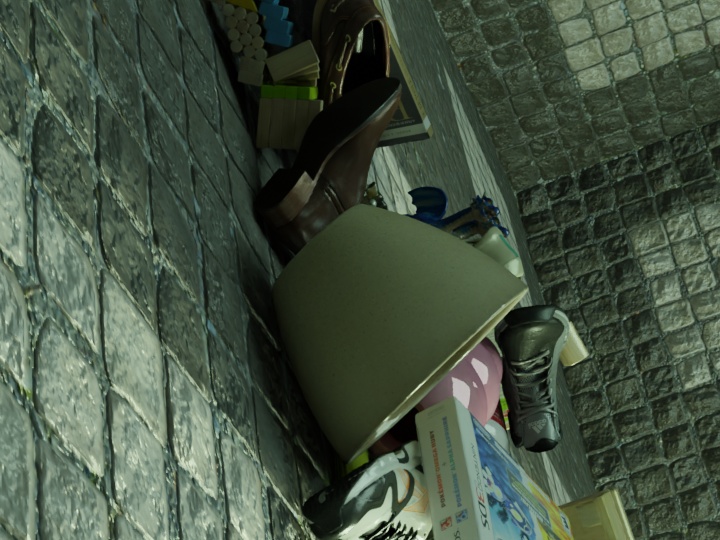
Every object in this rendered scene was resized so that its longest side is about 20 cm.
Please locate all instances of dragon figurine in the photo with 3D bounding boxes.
[{"bbox_3d":[0.063,-0.047,1.697,0.200,0.099,0.059,14,-46,50],"label":"dragon figurine"}]

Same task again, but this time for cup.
[{"bbox_3d":[0.014,0.032,1.317,0.143,0.200,0.200,47,8,7],"label":"cup"}]

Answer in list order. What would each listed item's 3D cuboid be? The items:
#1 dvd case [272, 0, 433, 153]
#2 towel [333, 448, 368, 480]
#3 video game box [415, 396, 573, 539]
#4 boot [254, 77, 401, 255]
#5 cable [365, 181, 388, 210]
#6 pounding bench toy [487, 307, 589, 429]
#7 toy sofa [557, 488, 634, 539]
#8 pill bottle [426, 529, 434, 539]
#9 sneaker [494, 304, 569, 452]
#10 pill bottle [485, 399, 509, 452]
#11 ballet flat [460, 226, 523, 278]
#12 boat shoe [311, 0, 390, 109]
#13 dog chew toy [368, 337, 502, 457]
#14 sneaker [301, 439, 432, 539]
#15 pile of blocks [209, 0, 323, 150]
[{"bbox_3d":[-0.031,-0.201,1.600,0.201,0.148,0.016,64,32,-30],"label":"dvd case"},{"bbox_3d":[-0.004,0.194,1.378,0.201,0.018,0.086,-98,168,-50],"label":"towel"},{"bbox_3d":[0.121,0.227,1.334,0.200,0.047,0.183,47,25,-36],"label":"video game box"},{"bbox_3d":[0.012,-0.047,1.492,0.064,0.186,0.200,22,-26,52],"label":"boot"},{"bbox_3d":[0.003,-0.023,1.653,0.097,0.050,0.201,42,-27,40],"label":"cable"},{"bbox_3d":[0.171,0.105,1.943,0.156,0.199,0.125,-49,119,-78],"label":"pounding bench toy"},{"bbox_3d":[0.169,0.283,1.610,0.098,0.199,0.083,10,60,-72],"label":"toy sofa"},{"bbox_3d":[0.090,0.270,1.455,0.200,0.113,0.114,-86,154,-65],"label":"pill bottle"},{"bbox_3d":[0.176,0.116,1.625,0.200,0.075,0.116,79,2,-66],"label":"sneaker"},{"bbox_3d":[0.090,0.154,1.674,0.201,0.112,0.112,-99,166,-46],"label":"pill bottle"},{"bbox_3d":[0.045,0.017,1.443,0.070,0.199,0.070,60,14,-26],"label":"ballet flat"},{"bbox_3d":[-0.007,-0.169,1.541,0.070,0.070,0.201,42,-31,37],"label":"boat shoe"},{"bbox_3d":[0.074,0.111,1.545,0.200,0.124,0.125,-35,106,-61],"label":"dog chew toy"},{"bbox_3d":[0.020,0.185,1.279,0.080,0.074,0.200,62,20,8],"label":"sneaker"},{"bbox_3d":[-0.080,-0.202,1.513,0.062,0.082,0.201,-46,116,-80],"label":"pile of blocks"}]
